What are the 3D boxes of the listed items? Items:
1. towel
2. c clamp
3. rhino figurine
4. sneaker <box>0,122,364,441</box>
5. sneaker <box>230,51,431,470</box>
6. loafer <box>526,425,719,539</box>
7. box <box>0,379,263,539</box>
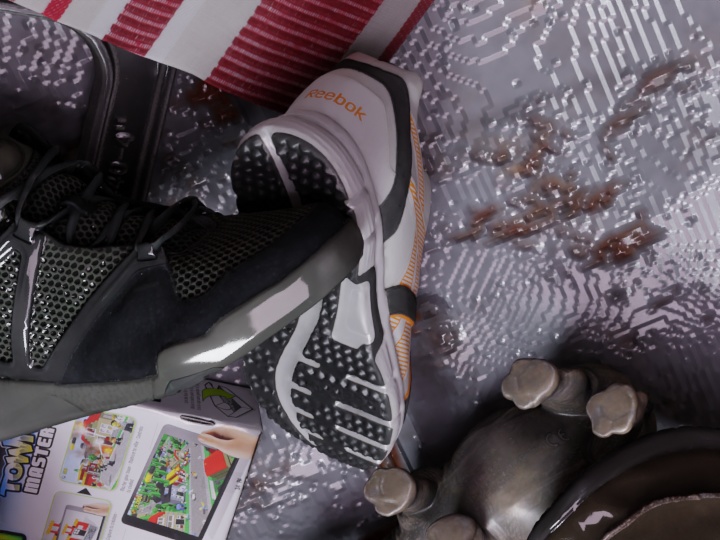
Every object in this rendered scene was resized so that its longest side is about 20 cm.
[{"bbox_3d":[-0.044,-0.138,1.046,0.200,0.023,0.144,21,115,-41],"label":"towel"},{"bbox_3d":[-0.160,-0.061,1.110,0.171,0.027,0.200,2,116,-13],"label":"c clamp"},{"bbox_3d":[0.041,0.103,1.185,0.200,0.060,0.087,-37,159,14],"label":"rhino figurine"},{"bbox_3d":[-0.097,-0.009,1.058,0.199,0.076,0.114,-15,108,36],"label":"sneaker"},{"bbox_3d":[0.000,0.000,1.124,0.074,0.080,0.200,24,142,19],"label":"sneaker"},{"bbox_3d":[0.158,0.111,1.161,0.200,0.071,0.073,0,139,-34],"label":"loafer"},{"bbox_3d":[-0.120,0.132,1.205,0.110,0.035,0.200,13,115,-12],"label":"box"}]
